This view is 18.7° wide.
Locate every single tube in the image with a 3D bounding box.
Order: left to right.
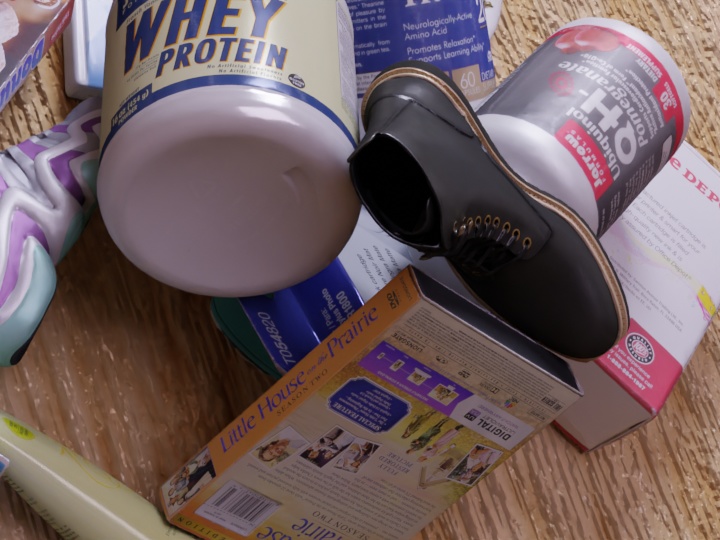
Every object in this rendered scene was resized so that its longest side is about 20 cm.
[{"bbox_3d":[-0.153,0.127,1.206,0.200,0.058,0.052,40,44,-11],"label":"tube"}]

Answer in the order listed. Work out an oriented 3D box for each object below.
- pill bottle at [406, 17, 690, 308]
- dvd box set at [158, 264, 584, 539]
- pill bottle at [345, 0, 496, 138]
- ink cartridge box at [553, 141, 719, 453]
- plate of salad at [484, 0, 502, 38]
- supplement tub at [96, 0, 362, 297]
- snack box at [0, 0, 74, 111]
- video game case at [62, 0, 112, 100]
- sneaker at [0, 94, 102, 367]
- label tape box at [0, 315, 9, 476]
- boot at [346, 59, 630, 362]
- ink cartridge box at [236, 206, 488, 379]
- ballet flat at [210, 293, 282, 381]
[{"bbox_3d":[0.111,-0.063,1.330,0.111,0.111,0.200,48,49,-3],"label":"pill bottle"},{"bbox_3d":[0.006,0.095,1.218,0.146,0.200,0.029,30,26,-39],"label":"dvd box set"},{"bbox_3d":[0.020,-0.188,1.386,0.111,0.111,0.200,-17,102,-37],"label":"pill bottle"},{"bbox_3d":[0.162,-0.003,1.455,0.148,0.086,0.200,42,50,-6],"label":"ink cartridge box"},{"bbox_3d":[0.029,-0.235,1.498,0.200,0.048,0.200,21,54,-33],"label":"plate of salad"},{"bbox_3d":[-0.074,-0.100,1.235,0.145,0.145,0.200,20,40,-22],"label":"supplement tub"},{"bbox_3d":[-0.233,-0.116,1.255,0.072,0.024,0.200,18,38,5],"label":"snack box"},{"bbox_3d":[-0.108,-0.189,1.419,0.182,0.022,0.200,8,63,-29],"label":"video game case"},{"bbox_3d":[-0.220,-0.053,1.247,0.140,0.078,0.200,28,46,-9],"label":"sneaker"},{"bbox_3d":[-0.243,0.049,1.114,0.200,0.143,0.066,46,48,12],"label":"label tape box"},{"bbox_3d":[0.063,-0.011,1.168,0.200,0.077,0.138,45,19,-8],"label":"boot"},{"bbox_3d":[0.000,0.000,1.304,0.200,0.041,0.200,13,34,-43],"label":"ink cartridge box"},{"bbox_3d":[-0.008,0.051,1.343,0.200,0.072,0.072,35,53,-11],"label":"ballet flat"}]
